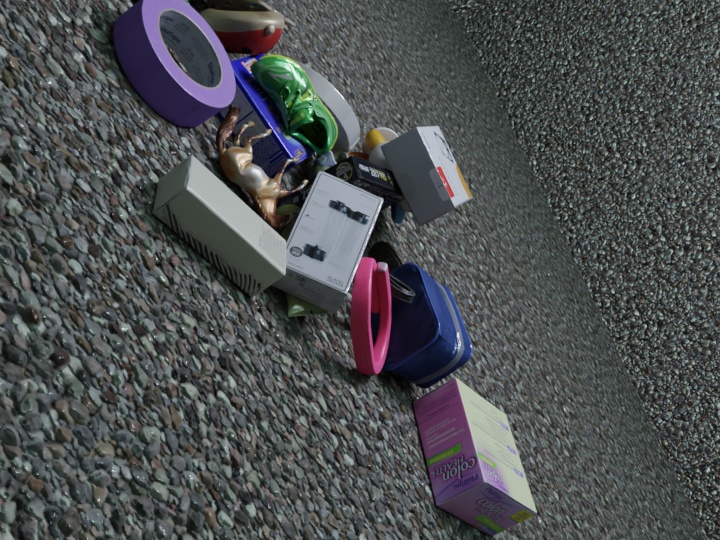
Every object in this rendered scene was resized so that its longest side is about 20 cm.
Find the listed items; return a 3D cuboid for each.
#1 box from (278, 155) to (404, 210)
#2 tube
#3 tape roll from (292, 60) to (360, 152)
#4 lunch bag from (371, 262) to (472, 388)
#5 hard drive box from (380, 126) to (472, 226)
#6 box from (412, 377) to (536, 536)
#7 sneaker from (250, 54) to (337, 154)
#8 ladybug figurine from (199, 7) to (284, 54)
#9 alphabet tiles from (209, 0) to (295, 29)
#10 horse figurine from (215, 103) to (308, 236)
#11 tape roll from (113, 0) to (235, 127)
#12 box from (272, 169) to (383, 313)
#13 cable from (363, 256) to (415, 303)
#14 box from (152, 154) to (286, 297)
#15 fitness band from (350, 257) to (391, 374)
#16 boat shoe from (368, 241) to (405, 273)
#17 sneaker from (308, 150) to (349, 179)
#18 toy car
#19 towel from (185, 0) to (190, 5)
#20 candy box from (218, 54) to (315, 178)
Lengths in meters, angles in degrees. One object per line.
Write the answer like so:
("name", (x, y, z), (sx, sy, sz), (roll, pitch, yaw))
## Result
("box", (-0.026, -0.127, 1.621), (0.200, 0.160, 0.049), (8, 57, -62))
("tube", (-0.097, -0.012, 1.465), (0.052, 0.058, 0.201), (41, 25, -52))
("tape roll", (-0.086, -0.299, 1.729), (0.202, 0.037, 0.203), (37, -17, 13))
("lunch bag", (0.098, 0.094, 1.627), (0.132, 0.135, 0.201), (35, 30, -45))
("hard drive box", (0.123, -0.174, 1.694), (0.157, 0.076, 0.200), (64, 18, -2))
("box", (0.191, 0.316, 1.584), (0.176, 0.096, 0.201), (38, 28, -42))
("sneaker", (-0.104, -0.277, 1.565), (0.200, 0.074, 0.084), (47, 22, -27))
("ladybug figurine", (-0.209, -0.419, 1.644), (0.135, 0.073, 0.199), (-10, 21, -33))
("alphabet tiles", (-0.220, -0.489, 1.716), (0.194, 0.015, 0.200), (21, 4, 29))
("horse figurine", (-0.163, -0.160, 1.476), (0.200, 0.050, 0.133), (48, 53, -10))
("tape roll", (-0.281, -0.322, 1.436), (0.200, 0.065, 0.201), (43, 31, -34))
("box", (-0.049, -0.046, 1.439), (0.116, 0.060, 0.201), (23, 53, -4))
("cable", (0.000, 0.000, 1.582), (0.199, 0.051, 0.097), (34, 11, 0))
("box", (-0.190, -0.058, 1.298), (0.200, 0.068, 0.083), (44, 26, -31))
("fitness band", (0.018, 0.073, 1.479), (0.201, 0.037, 0.144), (81, 17, -44))
("boat shoe", (0.073, 0.040, 1.750), (0.202, 0.071, 0.068), (68, 17, 0))
("sneaker", (-0.033, -0.175, 1.744), (0.067, 0.091, 0.200), (17, 5, 26))
("toy car", (0.053, -0.178, 1.881), (0.200, 0.150, 0.175), (45, 10, -20))
("towel", (-0.341, -0.463, 1.580), (0.149, 0.031, 0.201), (-3, 66, -64))
("candy box", (-0.166, -0.266, 1.619), (0.201, 0.077, 0.169), (57, 23, -7))
